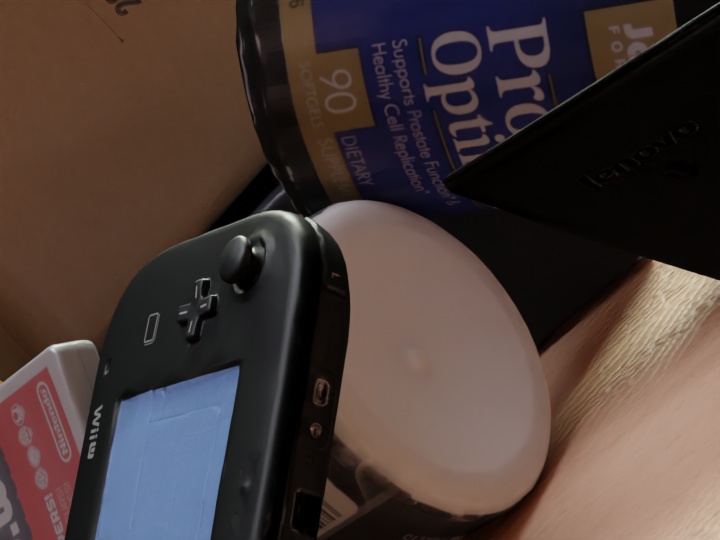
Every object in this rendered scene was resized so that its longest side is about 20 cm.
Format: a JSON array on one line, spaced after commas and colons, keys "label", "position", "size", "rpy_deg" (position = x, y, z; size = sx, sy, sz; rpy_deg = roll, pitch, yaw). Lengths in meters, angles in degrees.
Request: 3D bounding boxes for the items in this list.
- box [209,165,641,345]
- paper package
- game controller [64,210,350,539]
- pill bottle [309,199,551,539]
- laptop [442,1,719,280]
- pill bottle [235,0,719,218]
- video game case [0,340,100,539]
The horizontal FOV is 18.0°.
[{"label": "box", "position": [0.000, 0.000, 0.863], "size": [0.200, 0.104, 0.148], "rpy_deg": [-40, 9, 14]}, {"label": "paper package", "position": [-0.123, -0.086, 0.829], "size": [0.191, 0.200, 0.103], "rpy_deg": [-49, 10, -27]}, {"label": "game controller", "position": [-0.050, 0.083, 0.595], "size": [0.104, 0.042, 0.200], "rpy_deg": [-12, 61, 44]}, {"label": "pill bottle", "position": [-0.042, 0.068, 0.723], "size": [0.200, 0.106, 0.106], "rpy_deg": [-36, 11, 38]}, {"label": "laptop", "position": [0.153, -0.067, 0.465], "size": [0.187, 0.116, 0.200], "rpy_deg": [-31, 15, 52]}, {"label": "pill bottle", "position": [0.072, -0.079, 0.694], "size": [0.200, 0.112, 0.112], "rpy_deg": [-8, 22, 18]}, {"label": "video game case", "position": [-0.119, 0.126, 0.716], "size": [0.017, 0.143, 0.200], "rpy_deg": [-8, -20, -44]}]
